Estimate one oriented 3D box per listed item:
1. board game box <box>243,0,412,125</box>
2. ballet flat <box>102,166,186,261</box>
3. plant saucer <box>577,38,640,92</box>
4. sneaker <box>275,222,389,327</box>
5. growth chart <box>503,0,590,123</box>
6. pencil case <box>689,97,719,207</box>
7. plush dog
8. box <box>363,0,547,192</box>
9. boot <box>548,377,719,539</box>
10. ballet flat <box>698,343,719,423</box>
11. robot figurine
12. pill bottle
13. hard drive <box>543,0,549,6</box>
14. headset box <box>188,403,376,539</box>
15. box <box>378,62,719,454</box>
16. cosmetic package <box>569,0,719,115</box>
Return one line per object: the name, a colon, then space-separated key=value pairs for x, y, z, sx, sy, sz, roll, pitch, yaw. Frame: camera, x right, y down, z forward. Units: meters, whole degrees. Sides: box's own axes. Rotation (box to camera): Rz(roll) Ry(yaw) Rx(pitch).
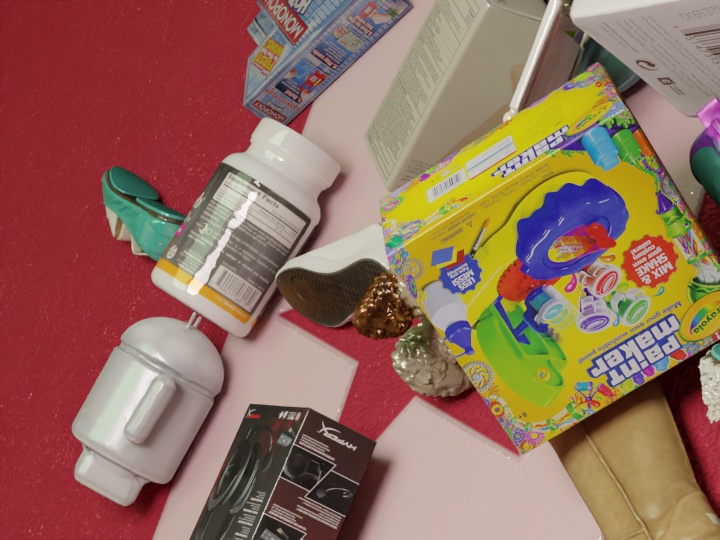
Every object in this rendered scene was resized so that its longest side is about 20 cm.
board game box: x=-0.062 y=-0.263 z=1.909 sx=0.200 sy=0.062 sz=0.200 roll=-50 pitch=37 yaw=10
ballet flat: x=-0.252 y=-0.058 z=1.984 sx=0.200 sy=0.067 sz=0.071 roll=38 pitch=108 yaw=56
plant saucer: x=0.224 y=-0.232 z=1.564 sx=0.200 sy=0.027 sz=0.201 roll=-31 pitch=47 yaw=40
sneaker: x=0.000 y=0.000 z=1.656 sx=0.085 sy=0.073 sz=0.200 roll=-41 pitch=18 yaw=-32
growth chart: x=0.160 y=-0.167 z=1.459 sx=0.018 sy=0.200 sz=0.145 roll=22 pitch=91 yaw=14
pencil case: x=0.311 y=-0.041 z=1.280 sx=0.085 sy=0.092 sz=0.200 roll=-44 pitch=37 yaw=18
plush dog: x=0.091 y=0.010 z=1.432 sx=0.201 sy=0.171 sz=0.160 roll=-58 pitch=36 yaw=-2
box: x=0.086 y=-0.165 z=1.559 sx=0.201 sy=0.077 sz=0.095 roll=-60 pitch=31 yaw=30
boot: x=0.179 y=0.182 z=1.299 sx=0.175 sy=0.066 sz=0.200 roll=-35 pitch=41 yaw=10
ballet flat: x=0.306 y=0.111 z=1.211 sx=0.072 sy=0.072 sz=0.200 roll=-57 pitch=34 yaw=1
robot figurine: x=-0.209 y=0.131 z=1.747 sx=0.201 sy=0.113 sz=0.170 roll=-61 pitch=11 yaw=-5
pill bottle: x=-0.111 y=-0.044 z=1.756 sx=0.116 sy=0.116 sz=0.201 roll=25 pitch=81 yaw=54
hard drive: x=0.145 y=-0.217 z=1.596 sx=0.140 sy=0.038 sz=0.201 roll=42 pitch=115 yaw=61
headset box: x=-0.082 y=0.222 z=1.534 sx=0.201 sy=0.077 sz=0.149 roll=-65 pitch=20 yaw=-12
box: x=0.149 y=-0.009 z=1.305 sx=0.199 sy=0.193 sz=0.122 roll=-32 pitch=20 yaw=10
cosmetic package: x=0.298 y=-0.253 z=1.389 sx=0.165 sy=0.165 sz=0.201 roll=-2 pitch=62 yaw=49
